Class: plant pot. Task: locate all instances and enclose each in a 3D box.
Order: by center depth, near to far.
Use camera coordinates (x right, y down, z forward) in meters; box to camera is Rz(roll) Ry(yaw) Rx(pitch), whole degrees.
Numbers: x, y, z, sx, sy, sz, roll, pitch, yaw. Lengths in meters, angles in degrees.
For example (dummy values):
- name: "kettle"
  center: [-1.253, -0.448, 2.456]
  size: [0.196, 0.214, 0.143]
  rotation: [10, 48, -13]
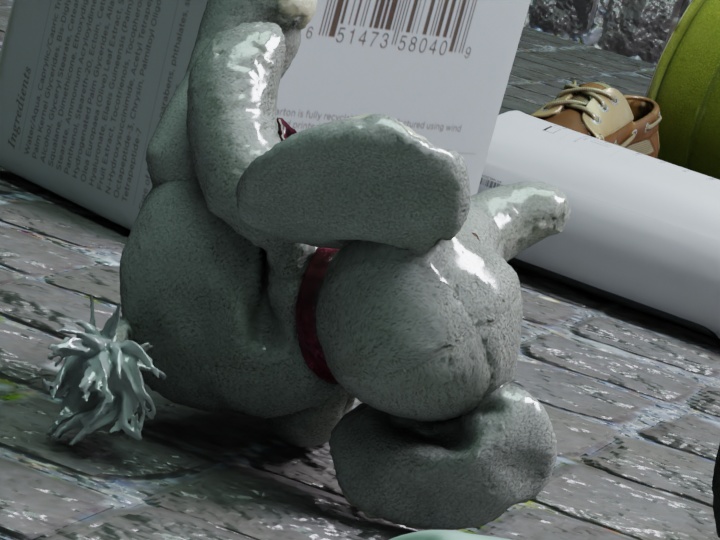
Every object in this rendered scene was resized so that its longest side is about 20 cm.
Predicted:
- name: "plant pot"
  center: [0.327, -0.107, 1.971]
  size: [0.193, 0.201, 0.200]
  rotation: [33, 18, 26]

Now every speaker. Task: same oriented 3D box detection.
- name: "speaker"
  center: [0.151, -0.019, 1.499]
  size: [0.199, 0.082, 0.081]
  rotation: [20, 12, 28]

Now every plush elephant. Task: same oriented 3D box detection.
- name: "plush elephant"
  center: [0.000, 0.000, 0.994]
  size: [0.154, 0.165, 0.200]
  rotation: [5, 34, 25]

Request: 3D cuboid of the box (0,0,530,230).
- name: "box"
  center: [-0.048, -0.119, 1.422]
  size: [0.171, 0.201, 0.199]
  rotation: [26, 16, 39]

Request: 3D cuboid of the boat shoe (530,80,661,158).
- name: "boat shoe"
  center: [0.141, -0.089, 1.870]
  size: [0.075, 0.074, 0.200]
  rotation: [19, 11, 24]

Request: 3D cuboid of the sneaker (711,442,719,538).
- name: "sneaker"
  center: [0.202, 0.102, 0.909]
  size: [0.200, 0.078, 0.090]
  rotation: [32, 34, 27]

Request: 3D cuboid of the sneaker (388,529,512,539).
- name: "sneaker"
  center: [0.078, 0.114, 0.705]
  size: [0.118, 0.074, 0.200]
  rotation: [14, -2, -43]
